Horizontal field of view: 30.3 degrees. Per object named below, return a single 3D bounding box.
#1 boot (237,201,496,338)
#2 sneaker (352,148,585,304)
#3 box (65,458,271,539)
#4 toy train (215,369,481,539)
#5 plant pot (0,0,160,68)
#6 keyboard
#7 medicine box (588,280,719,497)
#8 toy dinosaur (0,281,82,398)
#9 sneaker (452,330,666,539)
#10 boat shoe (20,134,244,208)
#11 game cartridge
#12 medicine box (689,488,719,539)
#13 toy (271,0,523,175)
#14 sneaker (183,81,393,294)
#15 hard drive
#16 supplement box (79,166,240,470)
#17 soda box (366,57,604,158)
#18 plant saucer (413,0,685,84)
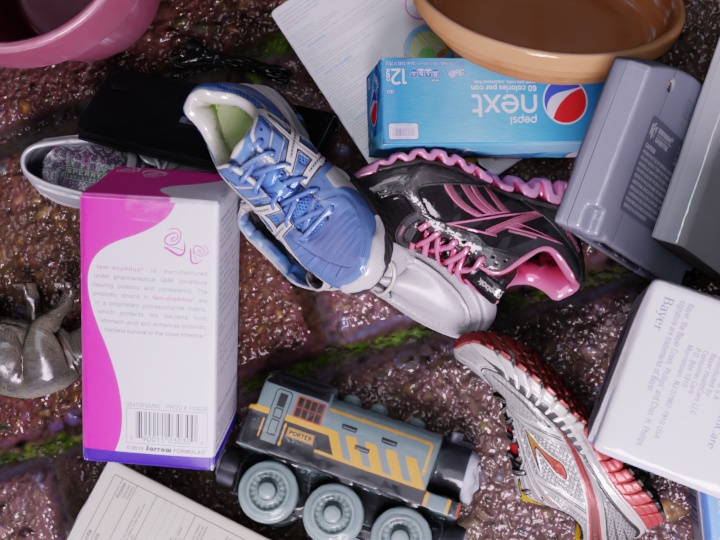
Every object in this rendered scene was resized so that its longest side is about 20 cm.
[{"bbox_3d":[0.000,0.000,0.993,0.199,0.095,0.074,34,129,15],"label":"boot"},{"bbox_3d":[0.078,-0.024,0.958,0.198,0.079,0.096,8,58,-17],"label":"sneaker"},{"bbox_3d":[-0.118,0.228,0.995,0.199,0.078,0.095,27,76,5],"label":"box"},{"bbox_3d":[-0.007,0.153,1.003,0.198,0.085,0.115,17,79,9],"label":"toy train"},{"bbox_3d":[-0.236,-0.242,1.013,0.198,0.179,0.202,-1,86,9],"label":"plant pot"},{"bbox_3d":[-0.112,-0.126,1.035,0.198,0.021,0.128,15,56,16],"label":"keyboard"},{"bbox_3d":[0.247,0.090,0.803,0.199,0.182,0.104,21,90,10],"label":"medicine box"},{"bbox_3d":[-0.272,0.061,1.059,0.198,0.077,0.103,-3,93,-19],"label":"toy dinosaur"},{"bbox_3d":[0.134,0.128,0.972,0.082,0.078,0.200,-40,93,11],"label":"sneaker"},{"bbox_3d":[-0.170,-0.075,1.046,0.198,0.069,0.073,13,88,9],"label":"boat shoe"},{"bbox_3d":[0.205,-0.069,0.930,0.040,0.200,0.134,24,90,33],"label":"game cartridge"},{"bbox_3d":[0.333,0.133,0.938,0.198,0.103,0.184,-6,85,9],"label":"medicine box"},{"bbox_3d":[0.033,-0.144,1.032,0.115,0.047,0.201,-33,87,-1],"label":"toy"},{"bbox_3d":[-0.054,-0.057,0.915,0.200,0.077,0.076,47,111,29],"label":"sneaker"},{"bbox_3d":[0.270,-0.102,0.952,0.027,0.132,0.202,18,88,33],"label":"hard drive"},{"bbox_3d":[-0.146,0.032,0.986,0.100,0.103,0.202,4,107,4],"label":"supplement box"},{"bbox_3d":[0.107,-0.118,0.977,0.198,0.068,0.065,0,86,-9],"label":"soda box"},{"bbox_3d":[0.134,-0.189,0.969,0.198,0.201,0.038,13,128,9],"label":"plant saucer"}]
